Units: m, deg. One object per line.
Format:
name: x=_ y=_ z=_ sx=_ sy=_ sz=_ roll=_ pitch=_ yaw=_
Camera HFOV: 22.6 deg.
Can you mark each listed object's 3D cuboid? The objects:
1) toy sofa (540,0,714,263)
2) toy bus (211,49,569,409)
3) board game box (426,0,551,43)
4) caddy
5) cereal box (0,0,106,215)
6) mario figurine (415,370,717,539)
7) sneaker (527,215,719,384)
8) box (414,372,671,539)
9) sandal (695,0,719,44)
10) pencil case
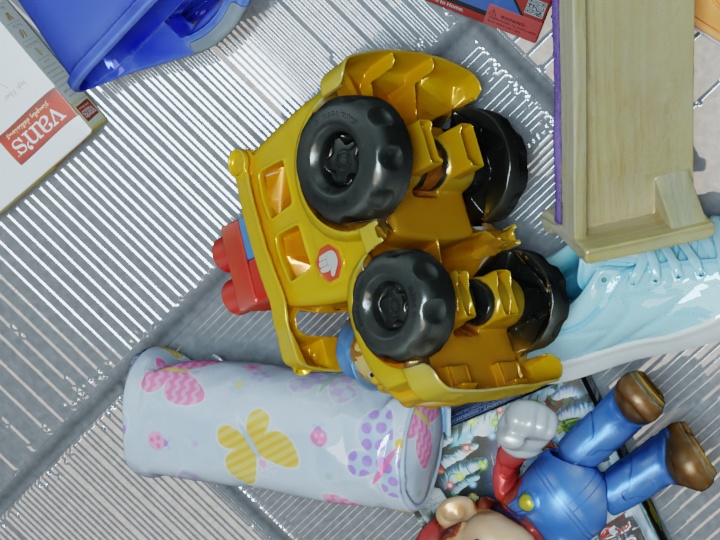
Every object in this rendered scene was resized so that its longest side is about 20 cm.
toy sofa: x=0.140 y=-0.114 z=0.998 sx=0.083 sy=0.098 sz=0.201 roll=-13 pitch=119 yaw=-15
toy bus: x=0.000 y=0.000 z=1.038 sx=0.192 sy=0.135 sz=0.201 roll=-28 pitch=72 yaw=37
board game box: x=0.025 y=-0.210 z=1.037 sx=0.199 sy=0.019 sz=0.103 roll=22 pitch=134 yaw=3
caddy: x=-0.106 y=-0.175 z=1.013 sx=0.105 sy=0.141 sz=0.200 roll=53 pitch=138 yaw=-2
cereal box: x=-0.276 y=-0.123 z=1.123 sx=0.144 sy=0.040 sz=0.200 roll=-38 pitch=97 yaw=17
mario figurine: x=0.112 y=0.153 z=1.059 sx=0.200 sy=0.106 sz=0.124 roll=-40 pitch=62 yaw=9
sneaker: x=0.164 y=0.004 z=1.056 sx=0.200 sy=0.074 sz=0.082 roll=-25 pitch=135 yaw=15
box: x=0.120 y=0.171 z=1.142 sx=0.137 sy=0.040 sz=0.200 roll=-25 pitch=100 yaw=16
sandal: x=0.220 y=-0.132 z=0.967 sx=0.206 sy=0.059 sz=0.079 roll=33 pitch=123 yaw=40
pencil case: x=-0.047 y=0.096 z=1.104 sx=0.199 sy=0.091 sz=0.083 roll=6 pitch=105 yaw=20
